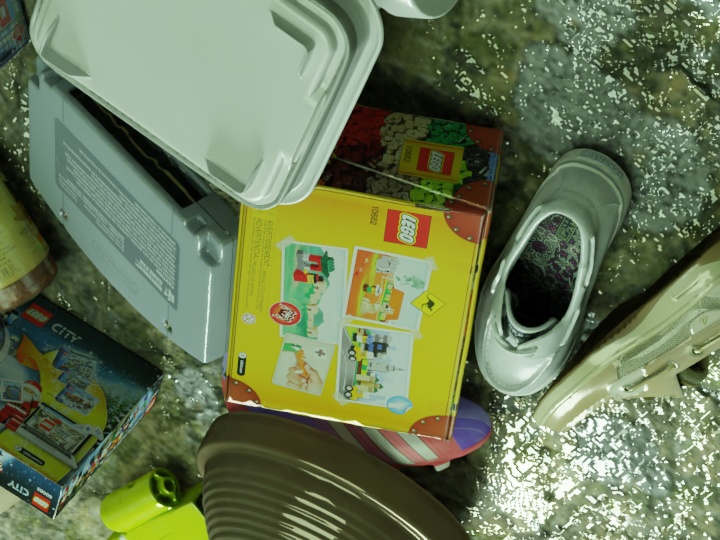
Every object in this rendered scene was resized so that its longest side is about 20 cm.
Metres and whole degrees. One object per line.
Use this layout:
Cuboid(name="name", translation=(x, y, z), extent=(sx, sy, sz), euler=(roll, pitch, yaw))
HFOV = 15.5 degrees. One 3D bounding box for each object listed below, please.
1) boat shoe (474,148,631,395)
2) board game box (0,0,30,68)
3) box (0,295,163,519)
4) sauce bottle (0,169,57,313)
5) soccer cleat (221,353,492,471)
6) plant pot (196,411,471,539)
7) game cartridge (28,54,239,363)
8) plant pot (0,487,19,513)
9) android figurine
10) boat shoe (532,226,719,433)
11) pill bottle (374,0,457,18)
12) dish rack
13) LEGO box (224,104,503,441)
Cuboid(name="boat shoe", translation=(0.108, 0.016, 1.606), extent=(0.072, 0.069, 0.200), euler=(34, 136, 5))
Cuboid(name="board game box", translation=(-0.312, -0.244, 1.693), extent=(0.199, 0.062, 0.201), euler=(20, 132, 20))
Cuboid(name="box", translation=(-0.256, 0.071, 1.847), extent=(0.199, 0.137, 0.038), euler=(31, 134, 10))
Cuboid(name="sauce bottle", translation=(-0.280, -0.067, 1.808), extent=(0.066, 0.066, 0.201), euler=(-11, 117, 39))
Cuboid(name="soccer cleat", translation=(-0.008, 0.082, 1.744), extent=(0.199, 0.067, 0.077), euler=(7, 123, 33))
Cuboid(name="plant pot", translation=(-0.031, 0.186, 1.768), extent=(0.200, 0.093, 0.201), euler=(23, 156, 11))
Cuboid(name="game cartridge", translation=(-0.145, -0.038, 1.709), extent=(0.200, 0.040, 0.134), euler=(45, 145, 27))
Cuboid(name="plant pot", translation=(-0.341, 0.138, 1.914), extent=(0.186, 0.200, 0.188), euler=(18, 131, 22))
Cuboid(name="android figurine", translation=(-0.117, 0.225, 1.946), extent=(0.199, 0.041, 0.182), euler=(-27, 106, 42))
Cuboid(name="boat shoe", translation=(0.177, 0.050, 1.588), extent=(0.065, 0.072, 0.200), euler=(44, 130, -2))
Cuboid(name="pill bottle", translation=(-0.041, -0.200, 1.504), extent=(0.199, 0.116, 0.117), euler=(10, 129, 27))
Cuboid(name="dish rack", translation=(-0.096, -0.131, 1.478), extent=(0.199, 0.044, 0.172), euler=(35, 132, 8))
Cuboid(name="LEGO box", translation=(0.000, 0.000, 1.627), extent=(0.148, 0.077, 0.201), euler=(10, 133, 2))
